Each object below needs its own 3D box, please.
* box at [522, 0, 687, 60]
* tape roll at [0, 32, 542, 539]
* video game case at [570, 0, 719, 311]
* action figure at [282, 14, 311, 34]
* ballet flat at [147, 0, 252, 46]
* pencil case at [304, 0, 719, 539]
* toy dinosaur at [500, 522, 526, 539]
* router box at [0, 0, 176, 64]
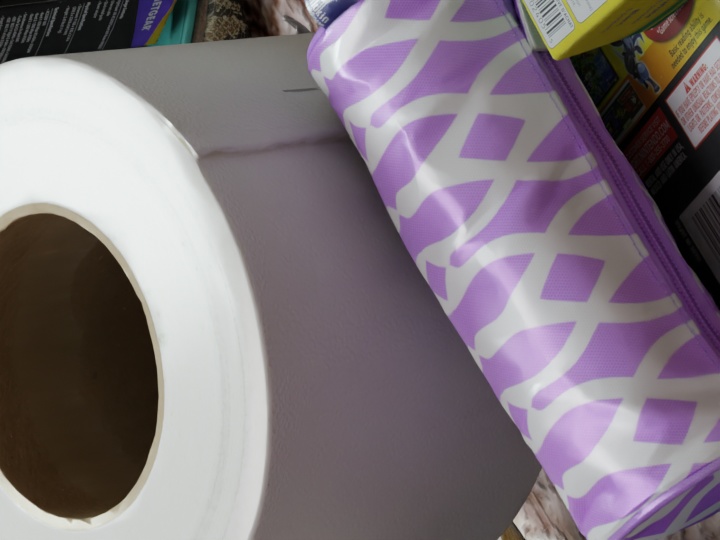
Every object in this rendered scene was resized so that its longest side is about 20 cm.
[{"bbox_3d":[0.092,-0.154,0.786,0.118,0.048,0.200,63,146,9],"label":"box"},{"bbox_3d":[-0.050,0.023,0.990,0.202,0.139,0.203,10,105,45],"label":"tape roll"},{"bbox_3d":[0.081,-0.052,0.939,0.181,0.025,0.200,60,154,13],"label":"video game case"},{"bbox_3d":[0.000,0.000,1.091,0.130,0.069,0.200,151,102,-71],"label":"action figure"},{"bbox_3d":[-0.073,-0.026,1.169,0.200,0.075,0.068,-69,20,-1],"label":"ballet flat"},{"bbox_3d":[0.063,-0.012,0.895,0.085,0.084,0.200,-37,77,32],"label":"pencil case"},{"bbox_3d":[0.071,0.160,1.119,0.101,0.058,0.200,1,118,45],"label":"toy dinosaur"},{"bbox_3d":[-0.173,-0.173,1.125,0.052,0.157,0.200,124,132,-60],"label":"router box"}]
